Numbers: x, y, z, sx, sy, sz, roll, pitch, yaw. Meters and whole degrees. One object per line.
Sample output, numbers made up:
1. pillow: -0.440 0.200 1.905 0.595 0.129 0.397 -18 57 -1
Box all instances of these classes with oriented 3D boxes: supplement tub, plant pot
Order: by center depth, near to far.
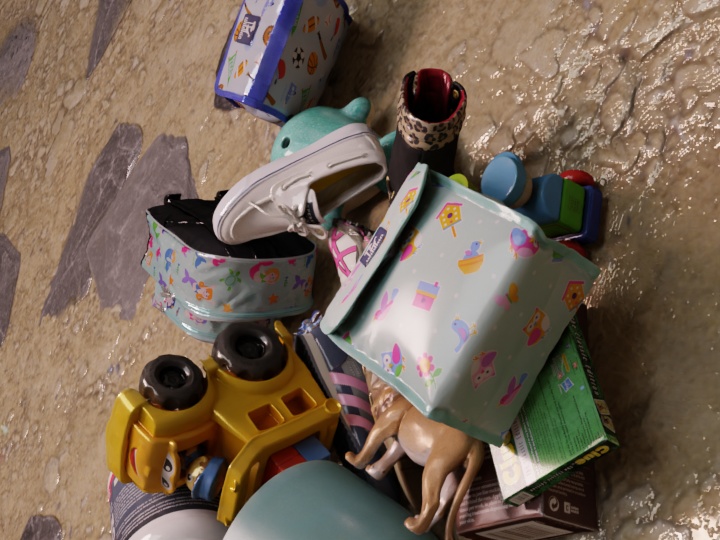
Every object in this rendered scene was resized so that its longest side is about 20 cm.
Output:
1. plant pot: -0.005 0.284 1.008 0.160 0.200 0.203 16 84 43
2. supplement tub: -0.177 0.265 1.177 0.141 0.139 0.201 -54 28 17

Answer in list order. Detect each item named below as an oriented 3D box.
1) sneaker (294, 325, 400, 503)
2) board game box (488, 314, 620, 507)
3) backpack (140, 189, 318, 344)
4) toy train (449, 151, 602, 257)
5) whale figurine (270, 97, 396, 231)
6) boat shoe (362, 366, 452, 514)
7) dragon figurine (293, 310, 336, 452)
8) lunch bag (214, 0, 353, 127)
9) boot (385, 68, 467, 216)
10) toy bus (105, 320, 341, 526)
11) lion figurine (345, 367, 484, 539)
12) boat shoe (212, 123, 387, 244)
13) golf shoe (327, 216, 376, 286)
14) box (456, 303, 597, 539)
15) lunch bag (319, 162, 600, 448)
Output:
1. sneaker: 0.008 0.140 1.162 0.202 0.081 0.070 65 158 15
2. board game box: 0.135 0.076 0.952 0.104 0.023 0.202 -35 46 28
3. backpack: -0.147 -0.001 1.364 0.199 0.176 0.153 22 112 50
4. toy train: 0.113 -0.051 1.090 0.199 0.115 0.086 -11 62 50
5. whale figurine: -0.025 -0.126 1.327 0.199 0.103 0.161 5 75 51
6. boat shoe: 0.046 0.129 1.105 0.064 0.070 0.203 141 118 -68
7. dragon figurine: -0.056 0.146 1.258 0.099 0.058 0.202 16 85 55
8. lunch bag: -0.093 -0.264 1.409 0.200 0.123 0.172 -65 -3 -87
9. boot: 0.064 -0.126 1.150 0.201 0.072 0.152 -70 -9 -51
10. toy bus: -0.112 0.169 1.105 0.192 0.199 0.137 46 138 28
11. lion figurine: 0.058 0.140 0.992 0.123 0.072 0.200 -51 42 0
12. boat shoe: -0.059 -0.069 1.235 0.200 0.075 0.087 -28 50 2
13. golf shoe: 0.000 0.000 1.229 0.093 0.072 0.200 -68 18 6
14. box: 0.138 0.124 1.002 0.100 0.074 0.203 -24 55 45
15. lunch bag: 0.062 0.014 0.948 0.200 0.121 0.172 35 96 45
